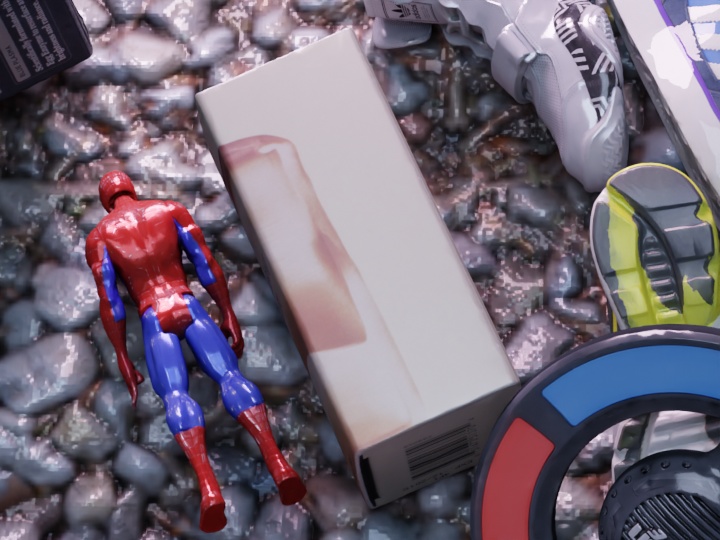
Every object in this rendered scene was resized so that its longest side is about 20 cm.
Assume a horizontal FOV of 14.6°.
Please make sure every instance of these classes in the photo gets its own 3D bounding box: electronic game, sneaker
[{"bbox_3d":[0.147,0.120,1.278,0.200,0.042,0.200,5,109,15],"label":"electronic game"},{"bbox_3d":[0.156,0.048,1.337,0.074,0.085,0.200,-5,91,11],"label":"sneaker"},{"bbox_3d":[0.215,-0.109,1.380,0.146,0.081,0.200,-25,64,2],"label":"sneaker"},{"bbox_3d":[0.064,-0.118,1.407,0.115,0.075,0.200,-14,64,2],"label":"sneaker"}]

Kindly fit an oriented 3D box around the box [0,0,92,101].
[{"bbox_3d":[-0.270,-0.166,1.425,0.200,0.117,0.197,-26,61,-4],"label":"box"}]

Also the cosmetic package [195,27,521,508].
[{"bbox_3d":[0.000,0.000,1.355,0.087,0.103,0.200,-23,68,-3],"label":"cosmetic package"}]

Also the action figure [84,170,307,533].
[{"bbox_3d":[-0.089,0.033,1.381,0.065,0.052,0.200,-21,64,-7],"label":"action figure"}]
